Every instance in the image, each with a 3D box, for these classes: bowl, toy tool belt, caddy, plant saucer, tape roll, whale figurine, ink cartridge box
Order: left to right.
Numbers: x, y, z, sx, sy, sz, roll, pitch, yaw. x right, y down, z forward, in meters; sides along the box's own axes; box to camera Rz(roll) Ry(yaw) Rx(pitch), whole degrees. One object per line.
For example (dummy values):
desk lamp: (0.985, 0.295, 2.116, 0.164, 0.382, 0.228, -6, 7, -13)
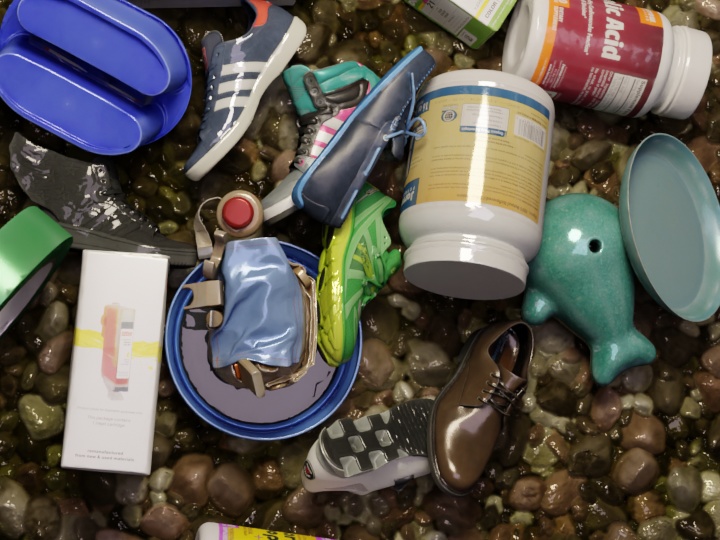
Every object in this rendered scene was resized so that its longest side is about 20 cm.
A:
tape roll: (-0.345, 0.032, 1.263, 0.048, 0.200, 0.201, 38, 78, -4)
caddy: (-0.265, -0.200, 1.354, 0.199, 0.105, 0.142, 29, 107, -6)
ink cartridge box: (-0.232, 0.089, 1.307, 0.083, 0.145, 0.201, 6, 82, -9)
toy tool belt: (-0.105, 0.018, 1.300, 0.124, 0.123, 0.201, -8, 88, -1)
bowl: (-0.098, 0.070, 1.388, 0.199, 0.039, 0.202, 1, 83, -11)
ink cartridge box: (0.088, -0.355, 1.454, 0.199, 0.076, 0.148, 33, 79, -7)
whale figurine: (0.242, 0.016, 1.425, 0.158, 0.104, 0.201, -23, 86, -13)
plant saucer: (0.325, -0.043, 1.442, 0.200, 0.027, 0.201, 18, 65, -45)

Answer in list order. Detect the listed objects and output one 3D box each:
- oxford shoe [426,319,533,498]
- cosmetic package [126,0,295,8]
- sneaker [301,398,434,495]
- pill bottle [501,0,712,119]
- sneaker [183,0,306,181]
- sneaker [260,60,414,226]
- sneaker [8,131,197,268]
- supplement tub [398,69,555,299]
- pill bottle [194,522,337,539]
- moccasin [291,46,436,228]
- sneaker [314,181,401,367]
oxford shoe: (0.121, 0.130, 1.368, 0.072, 0.084, 0.201, 30, 60, -17)
cosmetic package: (-0.157, -0.317, 1.386, 0.199, 0.113, 0.082, -5, 85, -13)
sneaker: (0.026, 0.184, 1.390, 0.199, 0.089, 0.074, -1, 56, -33)
pill bottle: (0.259, -0.226, 1.452, 0.199, 0.114, 0.115, 11, 82, -10)
sneaker: (-0.139, -0.188, 1.389, 0.084, 0.075, 0.201, 33, 75, -13)
sneaker: (-0.051, -0.145, 1.398, 0.200, 0.084, 0.121, -41, 97, -20)
sneaker: (-0.253, -0.067, 1.362, 0.198, 0.060, 0.105, 10, 84, -2)
supplement tub: (0.115, -0.084, 1.381, 0.144, 0.145, 0.201, 11, 72, -9)
pill bottle: (-0.065, 0.308, 1.334, 0.199, 0.104, 0.105, 10, 82, -10)
moccasin: (0.013, -0.128, 1.351, 0.068, 0.080, 0.200, 39, 85, -6)
sneaker: (0.000, 0.000, 1.360, 0.083, 0.074, 0.201, 16, 65, -15)
